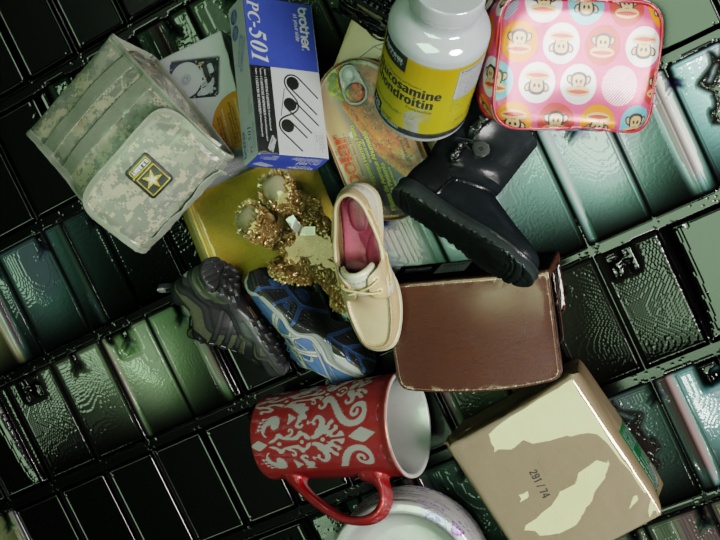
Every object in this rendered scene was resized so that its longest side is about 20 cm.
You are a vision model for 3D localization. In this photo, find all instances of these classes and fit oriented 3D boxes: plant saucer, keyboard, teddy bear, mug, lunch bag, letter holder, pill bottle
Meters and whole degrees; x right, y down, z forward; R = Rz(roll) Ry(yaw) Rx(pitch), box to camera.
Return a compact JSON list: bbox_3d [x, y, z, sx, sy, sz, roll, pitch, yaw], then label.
[{"bbox_3d":[-0.135,-0.062,1.555,0.199,0.048,0.201,-20,95,18],"label":"plant saucer"},{"bbox_3d":[0.026,-0.307,1.416,0.200,0.040,0.104,33,140,11],"label":"keyboard"},{"bbox_3d":[-0.058,-0.037,1.483,0.199,0.067,0.146,22,102,-1],"label":"teddy bear"},{"bbox_3d":[-0.033,0.214,1.517,0.199,0.178,0.134,-8,129,26],"label":"mug"},{"bbox_3d":[-0.262,-0.142,1.424,0.164,0.118,0.200,-45,72,11],"label":"lunch bag"},{"bbox_3d":[0.144,0.065,1.475,0.199,0.101,0.143,-6,102,17],"label":"letter holder"},{"bbox_3d":[0.080,-0.240,1.331,0.112,0.112,0.200,27,150,9],"label":"pill bottle"},{"bbox_3d":[0.234,-0.244,1.361,0.199,0.082,0.177,2,105,-11],"label":"lunch bag"}]

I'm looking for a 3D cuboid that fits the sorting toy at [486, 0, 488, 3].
[{"bbox_3d":[0.103,-0.362,1.354,0.199,0.180,0.107,21,106,11],"label":"sorting toy"}]

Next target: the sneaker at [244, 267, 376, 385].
[{"bbox_3d":[-0.075,0.078,1.536,0.200,0.076,0.077,43,127,-12],"label":"sneaker"}]

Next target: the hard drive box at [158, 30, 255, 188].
[{"bbox_3d":[-0.220,-0.180,1.516,0.199,0.077,0.157,-22,74,19],"label":"hard drive box"}]

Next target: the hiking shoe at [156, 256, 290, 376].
[{"bbox_3d":[-0.167,0.066,1.557,0.100,0.076,0.200,-18,125,29],"label":"hiking shoe"}]

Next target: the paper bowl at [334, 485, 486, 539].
[{"bbox_3d":[0.067,0.372,1.556,0.200,0.104,0.202,3,102,16],"label":"paper bowl"}]

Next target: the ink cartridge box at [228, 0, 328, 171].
[{"bbox_3d":[-0.098,-0.221,1.448,0.044,0.094,0.201,-30,62,56],"label":"ink cartridge box"}]

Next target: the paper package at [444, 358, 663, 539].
[{"bbox_3d":[0.238,0.236,1.480,0.190,0.103,0.200,-33,90,20],"label":"paper package"}]

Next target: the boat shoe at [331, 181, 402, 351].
[{"bbox_3d":[0.000,0.000,1.411,0.073,0.069,0.201,-10,95,17],"label":"boat shoe"}]

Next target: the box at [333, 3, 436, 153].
[{"bbox_3d":[0.041,-0.223,1.484,0.163,0.021,0.201,27,108,10],"label":"box"}]

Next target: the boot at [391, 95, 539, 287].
[{"bbox_3d":[0.158,-0.097,1.405,0.200,0.076,0.168,35,70,15],"label":"boot"}]

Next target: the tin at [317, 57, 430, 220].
[{"bbox_3d":[0.019,-0.159,1.473,0.112,0.042,0.201,-20,96,16],"label":"tin"}]
